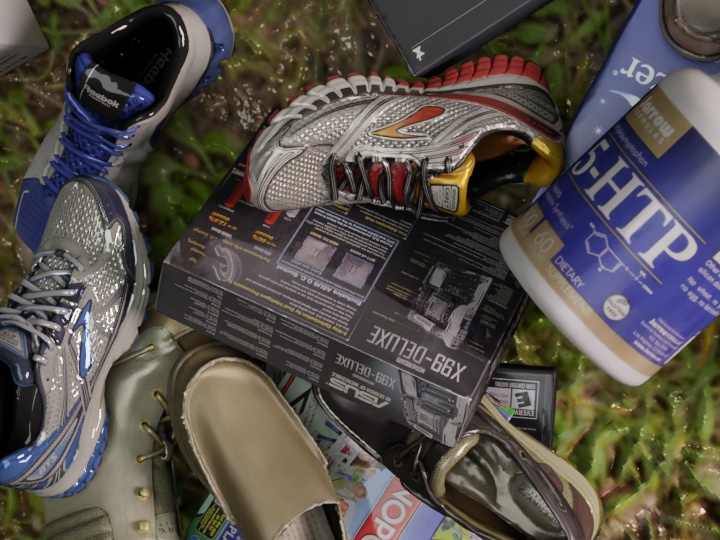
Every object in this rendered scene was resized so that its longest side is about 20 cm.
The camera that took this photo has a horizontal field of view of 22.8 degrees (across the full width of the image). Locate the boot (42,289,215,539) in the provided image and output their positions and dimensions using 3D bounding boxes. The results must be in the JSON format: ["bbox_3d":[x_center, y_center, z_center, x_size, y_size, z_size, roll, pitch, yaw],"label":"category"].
[{"bbox_3d":[-0.125,0.098,1.126,0.199,0.072,0.156,-22,67,17],"label":"boot"}]

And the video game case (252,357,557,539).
[{"bbox_3d":[0.022,0.145,1.154,0.199,0.025,0.182,4,96,9],"label":"video game case"}]

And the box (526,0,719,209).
[{"bbox_3d":[0.193,-0.085,1.077,0.121,0.032,0.201,29,101,7],"label":"box"}]

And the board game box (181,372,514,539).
[{"bbox_3d":[-0.012,0.135,1.131,0.134,0.029,0.201,33,99,6],"label":"board game box"}]

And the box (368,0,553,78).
[{"bbox_3d":[0.085,-0.228,1.081,0.199,0.079,0.142,-31,86,11],"label":"box"}]

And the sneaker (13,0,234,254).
[{"bbox_3d":[-0.163,-0.094,1.118,0.080,0.115,0.200,35,100,6],"label":"sneaker"}]

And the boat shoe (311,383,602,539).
[{"bbox_3d":[0.056,0.107,1.069,0.199,0.065,0.074,30,101,6],"label":"boat shoe"}]

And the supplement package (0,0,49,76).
[{"bbox_3d":[-0.295,-0.163,1.092,0.117,0.200,0.117,-27,90,12],"label":"supplement package"}]

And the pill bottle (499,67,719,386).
[{"bbox_3d":[0.187,-0.043,1.005,0.200,0.120,0.120,-45,87,13],"label":"pill bottle"}]

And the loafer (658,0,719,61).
[{"bbox_3d":[0.234,-0.214,1.027,0.072,0.063,0.201,31,75,8],"label":"loafer"}]

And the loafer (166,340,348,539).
[{"bbox_3d":[-0.049,0.132,1.074,0.076,0.067,0.201,-32,101,-21],"label":"loafer"}]

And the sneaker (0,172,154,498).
[{"bbox_3d":[-0.184,0.040,1.069,0.077,0.085,0.201,11,92,33],"label":"sneaker"}]

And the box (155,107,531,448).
[{"bbox_3d":[0.000,0.000,1.077,0.199,0.158,0.050,23,137,7],"label":"box"}]

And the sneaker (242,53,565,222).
[{"bbox_3d":[0.028,-0.070,1.048,0.199,0.078,0.082,-14,52,-10],"label":"sneaker"}]
